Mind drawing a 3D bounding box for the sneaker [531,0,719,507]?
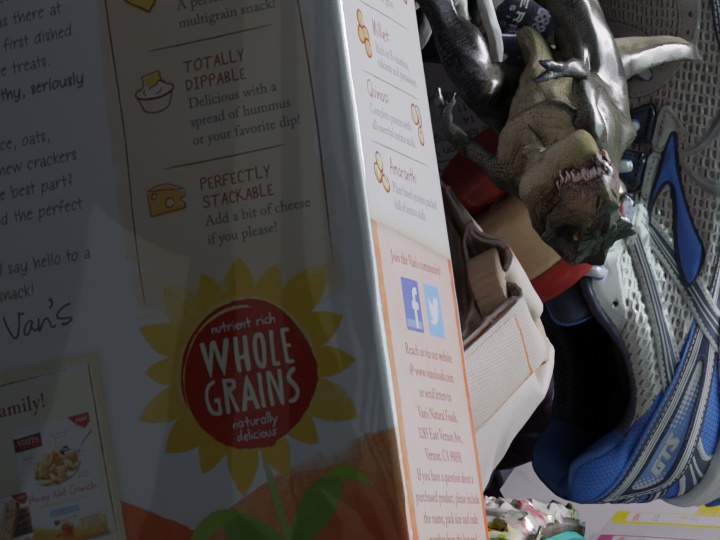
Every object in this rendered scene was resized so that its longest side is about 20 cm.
[{"bbox_3d":[0.083,-0.018,0.783,0.077,0.085,0.202,16,-67,62],"label":"sneaker"}]

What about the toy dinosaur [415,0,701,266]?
[{"bbox_3d":[0.045,-0.059,0.652,0.088,0.047,0.200,50,22,-7],"label":"toy dinosaur"}]

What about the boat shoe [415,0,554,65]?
[{"bbox_3d":[0.012,-0.088,0.705,0.200,0.092,0.075,-57,168,-70],"label":"boat shoe"}]

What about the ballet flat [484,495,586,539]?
[{"bbox_3d":[0.010,0.103,0.734,0.076,0.064,0.200,-62,168,24],"label":"ballet flat"}]

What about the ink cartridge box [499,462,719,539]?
[{"bbox_3d":[0.109,0.150,0.855,0.125,0.199,0.129,-48,127,-46],"label":"ink cartridge box"}]

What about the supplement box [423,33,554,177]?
[{"bbox_3d":[0.028,-0.115,0.863,0.110,0.108,0.201,-62,138,-62],"label":"supplement box"}]

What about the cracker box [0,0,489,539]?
[{"bbox_3d":[-0.055,-0.026,0.526,0.058,0.133,0.202,15,67,-70],"label":"cracker box"}]

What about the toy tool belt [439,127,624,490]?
[{"bbox_3d":[-0.015,0.004,0.637,0.123,0.125,0.200,48,52,-17],"label":"toy tool belt"}]

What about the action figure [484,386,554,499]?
[{"bbox_3d":[0.000,0.000,0.793,0.201,0.069,0.130,64,30,-30],"label":"action figure"}]
